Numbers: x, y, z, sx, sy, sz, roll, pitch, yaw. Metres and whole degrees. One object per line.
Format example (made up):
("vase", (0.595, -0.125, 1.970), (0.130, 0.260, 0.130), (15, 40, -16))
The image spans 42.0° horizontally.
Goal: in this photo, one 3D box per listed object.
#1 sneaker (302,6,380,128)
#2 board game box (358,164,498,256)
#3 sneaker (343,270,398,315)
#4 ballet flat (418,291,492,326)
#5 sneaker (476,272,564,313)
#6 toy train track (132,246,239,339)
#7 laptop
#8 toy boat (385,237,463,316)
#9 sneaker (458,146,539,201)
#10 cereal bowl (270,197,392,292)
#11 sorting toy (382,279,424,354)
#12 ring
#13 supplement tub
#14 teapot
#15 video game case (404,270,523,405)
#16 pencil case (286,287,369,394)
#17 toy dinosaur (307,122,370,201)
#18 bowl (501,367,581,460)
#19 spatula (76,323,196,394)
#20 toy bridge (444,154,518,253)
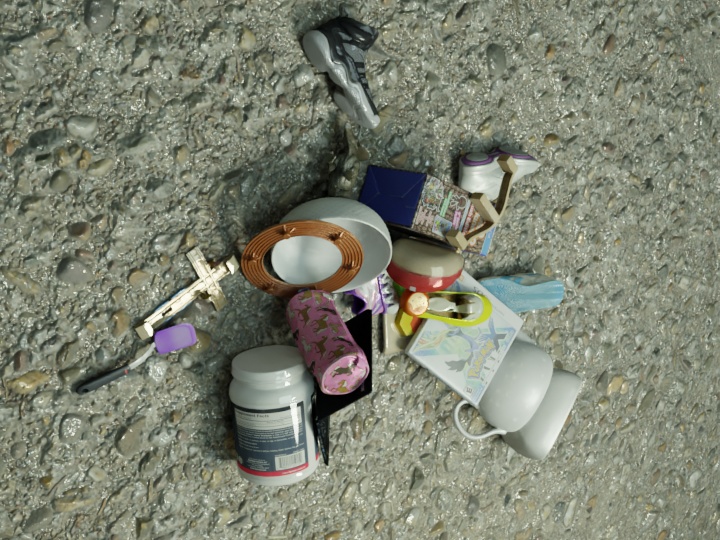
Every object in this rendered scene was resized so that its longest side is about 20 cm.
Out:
("sneaker", (-0.003, -0.340, 1.564), (0.114, 0.075, 0.200), (-47, 121, -18))
("board game box", (0.121, -0.107, 1.669), (0.199, 0.159, 0.097), (17, 89, -40))
("sneaker", (0.000, 0.000, 1.656), (0.088, 0.080, 0.201), (-22, 111, -13))
("ballet flat", (0.172, 0.068, 1.740), (0.199, 0.067, 0.067), (7, 82, -24))
("sneaker", (0.312, 0.044, 1.921), (0.199, 0.081, 0.077), (1, 102, -20))
("toy train track", (-0.266, 0.041, 1.470), (0.200, 0.032, 0.115), (-39, 122, -25))
("laptop", (-0.021, 0.196, 1.568), (0.201, 0.103, 0.178), (82, 7, -45))
("toy boat", (0.104, 0.017, 1.636), (0.200, 0.130, 0.132), (-14, 118, -79))
("sneaker", (0.265, -0.187, 1.838), (0.199, 0.075, 0.100), (-11, 121, -33))
("cereal bowl", (-0.050, -0.053, 1.549), (0.200, 0.200, 0.084), (30, 40, -39))
("sorting toy", (0.118, 0.053, 1.785), (0.184, 0.036, 0.201), (-10, 107, -38))
("ring", (-0.093, -0.011, 1.516), (0.200, 0.200, 0.019), (32, 39, -39))
("supplement tub", (-0.142, 0.239, 1.548), (0.140, 0.140, 0.201), (-15, 110, -36))
("teapot", (0.282, 0.221, 1.889), (0.146, 0.200, 0.198), (28, 122, -4))
("video game case", (0.202, 0.126, 1.797), (0.182, 0.022, 0.201), (38, 72, -17))
("pencil case", (-0.055, 0.112, 1.500), (0.082, 0.200, 0.087), (-1, 124, -24))
("toy dinosaur", (-0.038, -0.147, 1.582), (0.201, 0.077, 0.102), (-67, 164, 11))
("bowl", (0.365, 0.286, 1.961), (0.074, 0.200, 0.201), (31, 82, -7))
("spatula", (-0.342, 0.137, 1.431), (0.199, 0.021, 0.057), (-31, 144, -26))
("toy bridge", (0.216, -0.107, 1.624), (0.200, 0.027, 0.067), (-55, 128, -20))
